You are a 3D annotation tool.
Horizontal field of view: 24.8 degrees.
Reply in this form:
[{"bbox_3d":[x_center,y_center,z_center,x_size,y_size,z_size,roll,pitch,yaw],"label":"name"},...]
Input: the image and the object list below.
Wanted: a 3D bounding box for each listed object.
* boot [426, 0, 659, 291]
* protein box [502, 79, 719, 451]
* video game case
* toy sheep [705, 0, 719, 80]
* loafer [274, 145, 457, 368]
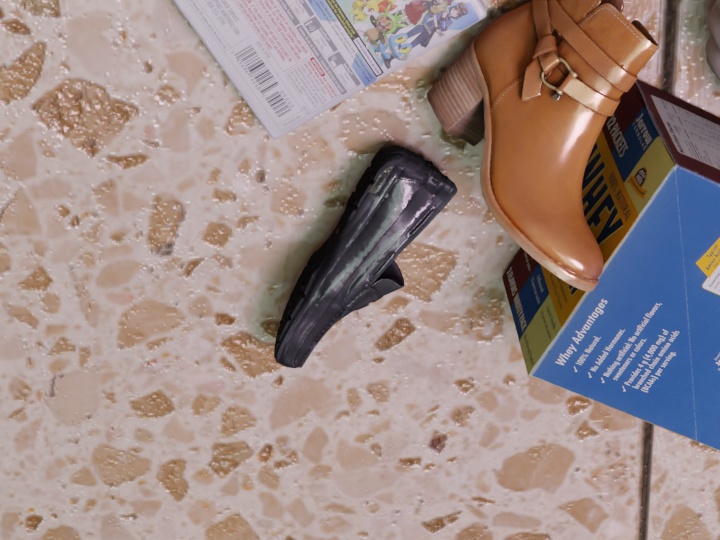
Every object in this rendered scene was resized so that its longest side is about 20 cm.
[{"bbox_3d":[0.151,-0.102,1.135,0.155,0.201,0.077,-39,151,22],"label":"boot"},{"bbox_3d":[0.247,0.002,1.226,0.199,0.135,0.199,22,118,-18],"label":"protein box"},{"bbox_3d":[-0.038,-0.211,1.133,0.182,0.022,0.200,-29,120,13],"label":"video game case"},{"bbox_3d":[0.308,-0.179,1.122,0.137,0.138,0.201,9,125,-11],"label":"toy sheep"},{"bbox_3d":[0.000,0.000,1.241,0.070,0.068,0.201,29,112,-11],"label":"loafer"}]
